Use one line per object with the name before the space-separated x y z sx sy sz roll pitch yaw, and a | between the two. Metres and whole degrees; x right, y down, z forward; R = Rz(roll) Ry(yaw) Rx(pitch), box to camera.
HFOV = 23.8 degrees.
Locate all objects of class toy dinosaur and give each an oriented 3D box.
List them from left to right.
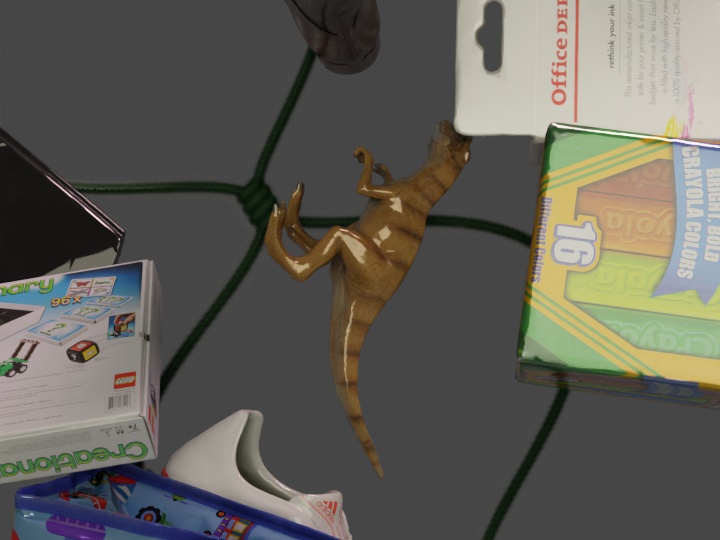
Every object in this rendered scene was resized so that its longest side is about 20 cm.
toy dinosaur | 0.000 0.000 0.931 0.106 0.060 0.200 22 84 6

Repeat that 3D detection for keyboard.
keyboard | -0.240 -0.028 0.976 0.200 0.021 0.127 39 85 10

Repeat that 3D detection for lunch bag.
lunch bag | -0.073 0.194 0.852 0.200 0.094 0.151 11 100 20

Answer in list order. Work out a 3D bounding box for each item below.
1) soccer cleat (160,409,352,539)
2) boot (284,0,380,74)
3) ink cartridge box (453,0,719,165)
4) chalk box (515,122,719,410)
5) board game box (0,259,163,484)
soccer cleat | -0.027 0.163 0.902 0.085 0.069 0.200 -45 75 12
boot | -0.039 -0.207 0.894 0.064 0.200 0.187 -29 80 0
ink cartridge box | 0.151 -0.118 0.931 0.200 0.067 0.117 2 82 4
chalk box | 0.185 0.006 0.881 0.200 0.124 0.125 6 82 6
board game box | -0.204 0.059 0.895 0.200 0.035 0.126 -9 39 3
